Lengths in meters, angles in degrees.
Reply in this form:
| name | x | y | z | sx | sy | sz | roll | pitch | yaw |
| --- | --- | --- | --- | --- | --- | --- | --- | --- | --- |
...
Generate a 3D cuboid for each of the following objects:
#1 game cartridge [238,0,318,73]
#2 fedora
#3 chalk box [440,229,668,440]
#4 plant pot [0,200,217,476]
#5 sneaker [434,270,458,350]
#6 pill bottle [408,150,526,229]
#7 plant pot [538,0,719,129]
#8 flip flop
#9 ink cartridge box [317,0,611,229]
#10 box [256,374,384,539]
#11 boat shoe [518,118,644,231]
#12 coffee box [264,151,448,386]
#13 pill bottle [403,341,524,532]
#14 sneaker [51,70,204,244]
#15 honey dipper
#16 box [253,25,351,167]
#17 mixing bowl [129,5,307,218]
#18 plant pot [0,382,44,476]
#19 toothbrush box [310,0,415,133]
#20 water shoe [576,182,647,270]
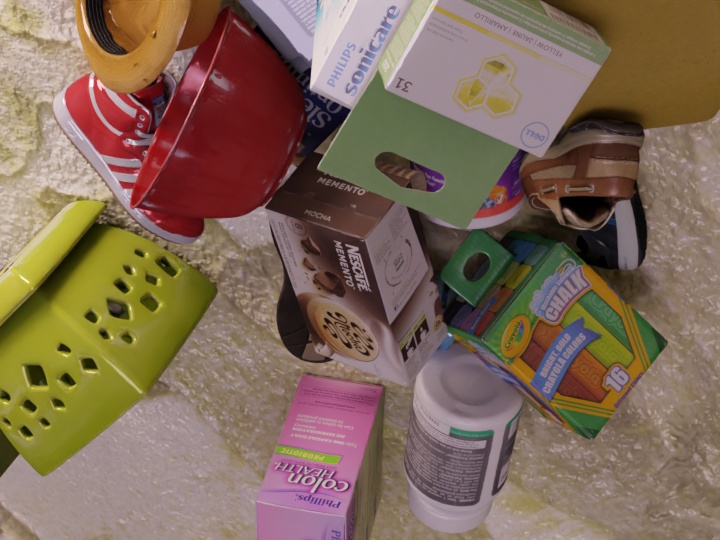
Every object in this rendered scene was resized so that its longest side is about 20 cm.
| name | x | y | z | sx | sy | sz | roll | pitch | yaw |
| --- | --- | --- | --- | --- | --- | --- | --- | --- | --- |
| game cartridge | -0.015 | -0.278 | 1.413 | 0.199 | 0.041 | 0.133 | -32 | 117 | 17 |
| fedora | -0.181 | -0.249 | 1.450 | 0.081 | 0.201 | 0.201 | 1 | 140 | -38 |
| chalk box | 0.167 | 0.045 | 1.550 | 0.200 | 0.124 | 0.125 | 40 | 84 | -18 |
| plant pot | -0.298 | 0.057 | 1.670 | 0.181 | 0.199 | 0.200 | 43 | 126 | -11 |
| sneaker | 0.049 | 0.003 | 1.609 | 0.130 | 0.080 | 0.201 | 1 | 136 | 16 |
| pill bottle | 0.098 | -0.147 | 1.458 | 0.111 | 0.112 | 0.201 | 6 | 128 | 10 |
| plant pot | 0.218 | -0.222 | 1.328 | 0.194 | 0.195 | 0.200 | -6 | 138 | 18 |
| flip flop | -0.049 | 0.001 | 1.651 | 0.081 | 0.058 | 0.201 | -1 | 111 | 21 |
| ink cartridge box | 0.076 | -0.122 | 1.232 | 0.145 | 0.048 | 0.201 | 21 | 115 | -21 |
| box | -0.041 | 0.247 | 1.737 | 0.096 | 0.200 | 0.177 | 8 | 129 | 8 |
| boat shoe | 0.184 | -0.072 | 1.388 | 0.075 | 0.074 | 0.200 | 2 | 170 | -9 |
| coffee box | 0.000 | 0.000 | 1.478 | 0.113 | 0.080 | 0.201 | 19 | 145 | 30 |
| pill bottle | 0.104 | 0.179 | 1.698 | 0.112 | 0.113 | 0.201 | 12 | 135 | 5 |
| sneaker | -0.200 | -0.118 | 1.584 | 0.112 | 0.071 | 0.200 | -29 | 113 | 34 |
| honey dipper | -0.028 | -0.096 | 1.503 | 0.199 | 0.038 | 0.038 | 19 | 135 | 35 |
| box | -0.063 | -0.178 | 1.529 | 0.121 | 0.032 | 0.200 | 37 | 127 | -14 |
| mixing bowl | -0.116 | -0.124 | 1.449 | 0.108 | 0.201 | 0.200 | 25 | 129 | -14 |
| plant pot | -0.440 | 0.165 | 1.786 | 0.199 | 0.190 | 0.201 | 7 | 129 | 9 |
| toothbrush box | 0.028 | -0.226 | 1.308 | 0.085 | 0.200 | 0.147 | 25 | 116 | -12 |
| water shoe | 0.215 | -0.080 | 1.505 | 0.078 | 0.072 | 0.201 | -3 | 125 | 19 |
